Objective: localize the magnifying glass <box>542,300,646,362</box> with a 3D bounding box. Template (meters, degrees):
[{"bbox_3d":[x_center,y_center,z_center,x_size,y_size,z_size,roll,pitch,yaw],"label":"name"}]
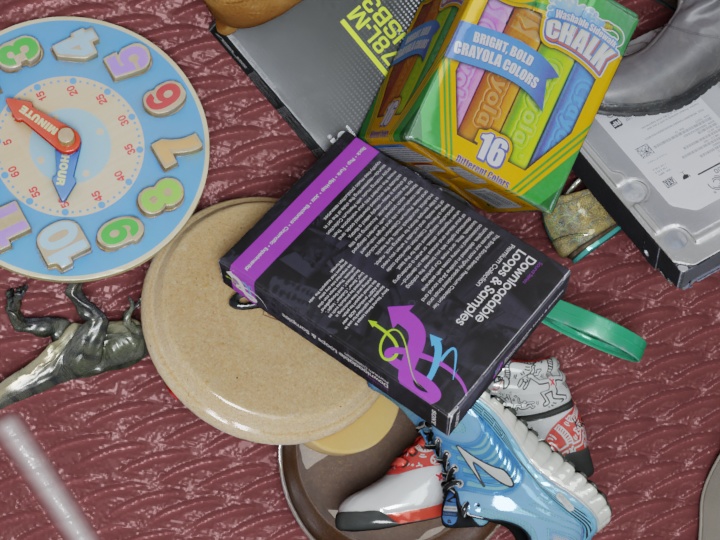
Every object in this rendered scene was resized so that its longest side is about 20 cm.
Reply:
[{"bbox_3d":[0.131,0.024,1.093,0.200,0.080,0.022,26,85,-4],"label":"magnifying glass"}]

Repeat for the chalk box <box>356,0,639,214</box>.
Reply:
[{"bbox_3d":[0.105,-0.156,1.002,0.124,0.125,0.201,25,85,-16],"label":"chalk box"}]

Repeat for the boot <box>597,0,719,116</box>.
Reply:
[{"bbox_3d":[0.243,-0.197,1.031,0.199,0.070,0.132,-18,121,-12],"label":"boot"}]

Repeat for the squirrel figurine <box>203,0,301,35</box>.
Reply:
[{"bbox_3d":[-0.107,-0.263,0.982,0.199,0.142,0.187,4,82,2],"label":"squirrel figurine"}]

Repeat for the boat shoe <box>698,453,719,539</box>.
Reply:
[{"bbox_3d":[0.315,0.221,1.150,0.057,0.067,0.201,14,93,-30],"label":"boat shoe"}]

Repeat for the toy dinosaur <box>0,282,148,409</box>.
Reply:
[{"bbox_3d":[-0.210,0.045,1.014,0.199,0.047,0.088,-23,104,-10],"label":"toy dinosaur"}]

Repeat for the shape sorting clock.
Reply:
[{"bbox_3d":[-0.207,-0.089,0.992,0.199,0.039,0.201,2,76,-6],"label":"shape sorting clock"}]

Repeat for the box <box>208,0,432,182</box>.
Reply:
[{"bbox_3d":[0.020,-0.172,1.065,0.193,0.048,0.200,-42,101,-11],"label":"box"}]

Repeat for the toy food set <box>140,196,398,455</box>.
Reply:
[{"bbox_3d":[-0.062,0.034,1.017,0.199,0.049,0.199,7,64,-16],"label":"toy food set"}]

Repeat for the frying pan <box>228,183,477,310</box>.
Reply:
[{"bbox_3d":[0.012,0.012,1.007,0.190,0.031,0.115,-38,76,-19],"label":"frying pan"}]

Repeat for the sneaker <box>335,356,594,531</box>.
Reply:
[{"bbox_3d":[0.068,0.125,1.047,0.201,0.067,0.108,-13,84,-8],"label":"sneaker"}]

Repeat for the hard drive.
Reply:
[{"bbox_3d":[0.240,-0.092,1.071,0.139,0.038,0.200,-27,60,-12],"label":"hard drive"}]

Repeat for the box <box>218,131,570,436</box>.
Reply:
[{"bbox_3d":[0.023,0.005,0.965,0.200,0.036,0.143,33,64,21],"label":"box"}]

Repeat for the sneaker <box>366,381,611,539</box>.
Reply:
[{"bbox_3d":[0.078,0.136,0.974,0.200,0.078,0.090,41,82,1],"label":"sneaker"}]

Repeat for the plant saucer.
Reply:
[{"bbox_3d":[0.031,0.136,1.084,0.200,0.034,0.201,-1,92,-14],"label":"plant saucer"}]

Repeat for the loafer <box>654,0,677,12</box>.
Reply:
[{"bbox_3d":[0.281,-0.234,1.123,0.199,0.063,0.072,15,88,-15],"label":"loafer"}]

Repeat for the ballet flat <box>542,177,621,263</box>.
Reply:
[{"bbox_3d":[0.231,-0.079,1.117,0.200,0.071,0.071,-29,99,-12],"label":"ballet flat"}]
